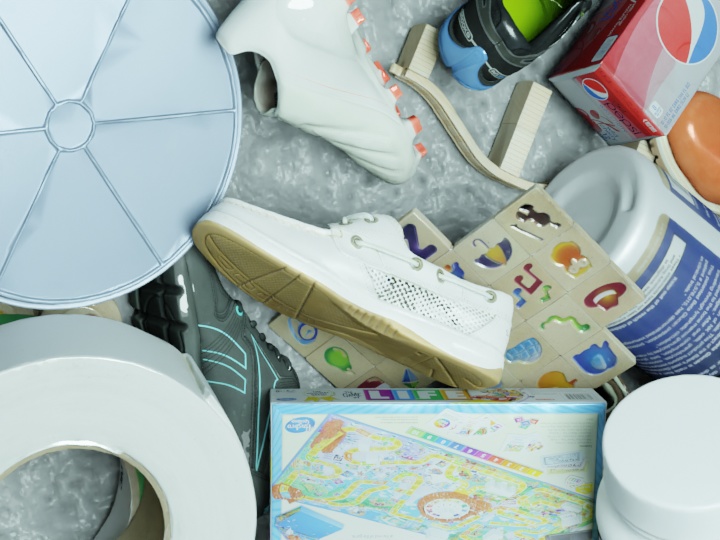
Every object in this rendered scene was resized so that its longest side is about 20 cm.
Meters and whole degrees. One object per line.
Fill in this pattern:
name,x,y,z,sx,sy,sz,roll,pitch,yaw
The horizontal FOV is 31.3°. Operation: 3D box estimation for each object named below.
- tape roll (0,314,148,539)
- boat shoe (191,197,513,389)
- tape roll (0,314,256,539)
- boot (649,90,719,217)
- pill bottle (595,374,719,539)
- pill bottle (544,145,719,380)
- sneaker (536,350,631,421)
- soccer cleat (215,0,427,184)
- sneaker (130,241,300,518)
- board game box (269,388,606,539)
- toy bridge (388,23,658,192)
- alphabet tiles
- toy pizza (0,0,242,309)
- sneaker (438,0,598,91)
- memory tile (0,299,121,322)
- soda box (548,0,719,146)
tape roll,-0.203,0.128,0.733,0.197,0.048,0.204,-6,108,-18
boat shoe,0.000,0.000,0.736,0.198,0.071,0.070,27,70,-18
tape roll,-0.157,0.128,0.685,0.199,0.071,0.206,-5,107,-18
boot,0.287,-0.066,0.867,0.199,0.107,0.076,33,68,-19
pill bottle,0.196,0.164,0.742,0.113,0.114,0.202,-28,130,-14
pill bottle,0.207,0.015,0.844,0.199,0.111,0.112,33,84,-28
sneaker,0.159,0.106,0.860,0.200,0.075,0.071,42,81,-18
soccer cleat,-0.020,-0.105,0.747,0.077,0.070,0.200,-33,148,2
sneaker,-0.085,0.058,0.783,0.078,0.075,0.203,-20,108,-31
board game box,0.043,0.140,0.763,0.196,0.034,0.137,1,99,-5
toy bridge,0.103,-0.091,0.847,0.198,0.027,0.068,23,88,-21
alphabet tiles,0.066,0.035,0.790,0.167,0.008,0.199,43,122,-17
toy pizza,-0.157,-0.079,0.681,0.197,0.032,0.204,-8,109,-26
sneaker,0.129,-0.186,0.807,0.071,0.082,0.200,50,61,-14
memory tile,-0.205,0.003,0.728,0.151,0.017,0.203,7,107,-21
soda box,0.212,-0.179,0.843,0.070,0.063,0.201,41,73,-17
